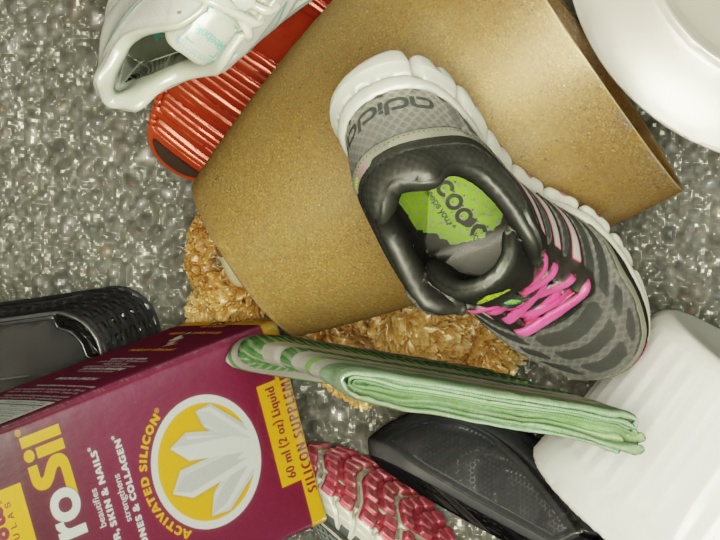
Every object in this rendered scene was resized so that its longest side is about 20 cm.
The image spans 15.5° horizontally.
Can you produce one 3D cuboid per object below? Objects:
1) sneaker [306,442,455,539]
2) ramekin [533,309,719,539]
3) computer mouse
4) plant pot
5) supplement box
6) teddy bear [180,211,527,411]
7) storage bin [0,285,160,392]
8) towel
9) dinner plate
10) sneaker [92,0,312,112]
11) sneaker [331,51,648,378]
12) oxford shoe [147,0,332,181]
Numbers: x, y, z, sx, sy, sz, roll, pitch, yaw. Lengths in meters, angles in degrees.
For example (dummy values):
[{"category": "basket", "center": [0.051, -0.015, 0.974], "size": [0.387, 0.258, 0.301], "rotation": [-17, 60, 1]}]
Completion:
[{"category": "sneaker", "center": [0.021, 0.170, 1.394], "size": [0.200, 0.081, 0.075], "rotation": [44, 109, 5]}, {"category": "ramekin", "center": [0.192, 0.105, 1.277], "size": [0.200, 0.200, 0.098], "rotation": [35, 99, 8]}, {"category": "computer mouse", "center": [0.096, 0.119, 1.357], "size": [0.199, 0.139, 0.053], "rotation": [28, 82, 23]}, {"category": "plant pot", "center": [0.025, -0.060, 1.287], "size": [0.200, 0.186, 0.187], "rotation": [-35, 88, 10]}, {"category": "supplement box", "center": [-0.128, 0.106, 1.315], "size": [0.085, 0.199, 0.111], "rotation": [-3, 105, 53]}, {"category": "teddy bear", "center": [0.000, 0.000, 1.381], "size": [0.199, 0.067, 0.146], "rotation": [26, 102, 10]}, {"category": "storage bin", "center": [-0.173, 0.119, 1.436], "size": [0.135, 0.094, 0.201], "rotation": [-8, 97, 17]}, {"category": "towel", "center": [0.030, 0.056, 1.241], "size": [0.152, 0.200, 0.024], "rotation": [11, 91, -19]}, {"category": "dinner plate", "center": [0.197, -0.148, 1.265], "size": [0.199, 0.024, 0.201], "rotation": [3, 73, -8]}, {"category": "sneaker", "center": [-0.054, -0.137, 1.279], "size": [0.070, 0.080, 0.200], "rotation": [42, 125, -20]}, {"category": "sneaker", "center": [0.060, -0.005, 1.169], "size": [0.074, 0.088, 0.200], "rotation": [-32, 123, 21]}, {"category": "oxford shoe", "center": [-0.043, -0.124, 1.380], "size": [0.071, 0.073, 0.200], "rotation": [38, 125, -7]}]
